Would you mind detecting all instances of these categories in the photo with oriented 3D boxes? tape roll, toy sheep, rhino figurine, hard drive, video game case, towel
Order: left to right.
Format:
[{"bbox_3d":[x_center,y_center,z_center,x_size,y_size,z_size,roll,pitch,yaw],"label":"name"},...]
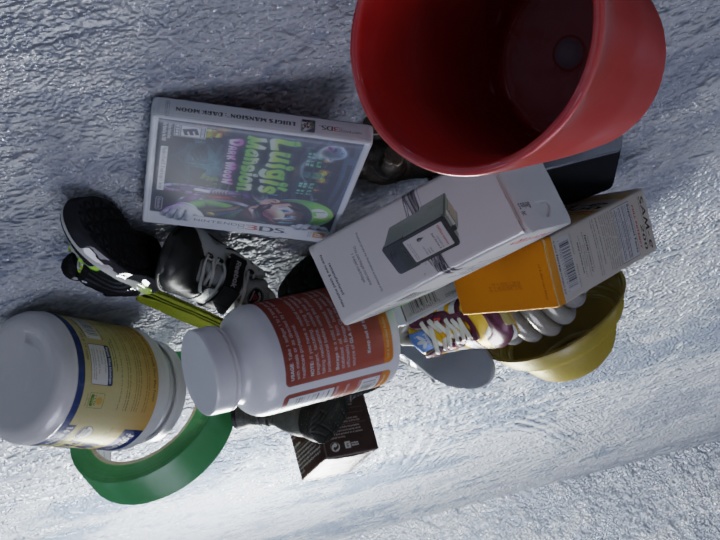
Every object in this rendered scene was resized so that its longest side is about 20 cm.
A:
[{"bbox_3d":[-0.250,0.187,1.550,0.200,0.200,0.048,-20,129,12],"label":"tape roll"},{"bbox_3d":[-0.149,0.067,1.387,0.200,0.018,0.086,25,165,-7],"label":"towel"},{"bbox_3d":[-0.097,-0.082,1.131,0.182,0.023,0.200,6,155,-9],"label":"video game case"},{"bbox_3d":[0.026,-0.108,1.166,0.200,0.060,0.087,-12,170,2],"label":"rhino figurine"},{"bbox_3d":[0.170,-0.096,1.323,0.200,0.042,0.135,-15,160,0],"label":"hard drive"},{"bbox_3d":[0.207,0.020,1.541,0.200,0.138,0.138,-38,152,20],"label":"toy sheep"}]

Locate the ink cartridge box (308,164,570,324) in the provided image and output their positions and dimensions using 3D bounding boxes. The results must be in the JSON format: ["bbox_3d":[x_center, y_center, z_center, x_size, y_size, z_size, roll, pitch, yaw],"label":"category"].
[{"bbox_3d":[0.077,-0.034,1.202,0.200,0.084,0.145,-27,174,25],"label":"ink cartridge box"}]

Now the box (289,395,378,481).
[{"bbox_3d":[-0.050,0.145,1.572,0.075,0.200,0.100,-8,160,-25],"label":"box"}]

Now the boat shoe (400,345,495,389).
[{"bbox_3d":[0.078,0.096,1.623,0.202,0.075,0.086,18,179,14],"label":"boat shoe"}]

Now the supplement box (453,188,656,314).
[{"bbox_3d":[0.202,-0.021,1.347,0.126,0.074,0.200,-7,-168,43],"label":"supplement box"}]

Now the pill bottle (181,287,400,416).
[{"bbox_3d":[-0.070,0.080,1.276,0.200,0.112,0.112,-11,161,-29],"label":"pill bottle"}]

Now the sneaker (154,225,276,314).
[{"bbox_3d":[-0.137,0.006,1.291,0.088,0.074,0.200,18,176,17],"label":"sneaker"}]

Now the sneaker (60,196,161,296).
[{"bbox_3d":[-0.249,-0.008,1.219,0.083,0.072,0.200,-17,160,8],"label":"sneaker"}]

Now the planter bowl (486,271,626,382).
[{"bbox_3d":[0.258,0.081,1.624,0.200,0.083,0.200,-27,-158,12],"label":"planter bowl"}]

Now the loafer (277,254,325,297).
[{"bbox_3d":[0.000,0.000,1.415,0.200,0.068,0.070,-28,147,22],"label":"loafer"}]

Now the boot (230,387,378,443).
[{"bbox_3d":[-0.054,0.116,1.478,0.131,0.068,0.200,8,-144,35],"label":"boot"}]

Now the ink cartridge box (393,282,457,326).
[{"bbox_3d":[0.022,0.039,1.463,0.200,0.041,0.200,-19,-177,36],"label":"ink cartridge box"}]

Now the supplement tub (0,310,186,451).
[{"bbox_3d":[-0.304,0.126,1.426,0.144,0.145,0.200,-27,157,28],"label":"supplement tub"}]

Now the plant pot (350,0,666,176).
[{"bbox_3d":[0.122,-0.163,0.935,0.200,0.201,0.177,-29,166,33],"label":"plant pot"}]

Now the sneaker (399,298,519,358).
[{"bbox_3d":[0.107,0.068,1.471,0.090,0.075,0.200,-28,-176,-17],"label":"sneaker"}]
